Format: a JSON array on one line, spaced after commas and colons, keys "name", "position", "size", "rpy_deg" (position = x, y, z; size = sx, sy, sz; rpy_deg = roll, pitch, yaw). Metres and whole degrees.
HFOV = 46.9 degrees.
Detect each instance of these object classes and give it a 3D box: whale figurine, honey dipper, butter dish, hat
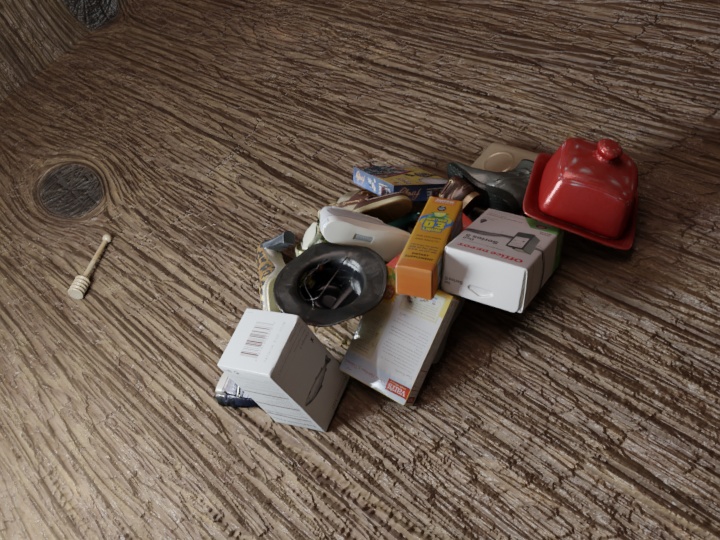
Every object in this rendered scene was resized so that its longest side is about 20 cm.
[{"name": "whale figurine", "position": [0.051, -0.106, 1.674], "size": [0.199, 0.104, 0.159], "rpy_deg": [1, 15, 1]}, {"name": "honey dipper", "position": [-0.647, -0.014, 2.006], "size": [0.038, 0.038, 0.200], "rpy_deg": [-8, 42, 22]}, {"name": "butter dish", "position": [0.403, -0.161, 1.431], "size": [0.199, 0.148, 0.200], "rpy_deg": [21, 46, 4]}, {"name": "hat", "position": [-0.045, 0.043, 1.427], "size": [0.200, 0.081, 0.201], "rpy_deg": [-8, 46, 8]}]

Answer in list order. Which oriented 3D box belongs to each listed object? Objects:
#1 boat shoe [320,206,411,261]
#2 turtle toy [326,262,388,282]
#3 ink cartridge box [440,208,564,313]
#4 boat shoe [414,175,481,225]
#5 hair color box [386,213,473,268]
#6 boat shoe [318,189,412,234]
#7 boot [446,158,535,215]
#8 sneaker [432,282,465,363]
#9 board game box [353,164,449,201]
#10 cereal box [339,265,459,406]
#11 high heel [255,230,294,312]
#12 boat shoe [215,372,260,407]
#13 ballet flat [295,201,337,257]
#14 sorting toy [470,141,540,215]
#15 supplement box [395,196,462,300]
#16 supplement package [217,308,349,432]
[{"name": "boat shoe", "position": [0.016, -0.070, 1.512], "size": [0.199, 0.072, 0.069], "rpy_deg": [10, 40, -22]}, {"name": "turtle toy", "position": [0.000, 0.000, 1.571], "size": [0.101, 0.146, 0.200], "rpy_deg": [16, 57, 13]}, {"name": "ink cartridge box", "position": [0.243, -0.022, 1.408], "size": [0.145, 0.084, 0.200], "rpy_deg": [16, 30, 24]}, {"name": "boat shoe", "position": [0.140, -0.088, 1.575], "size": [0.070, 0.070, 0.200], "rpy_deg": [43, 98, 18]}, {"name": "hair color box", "position": [0.125, -0.012, 1.520], "size": [0.200, 0.102, 0.061], "rpy_deg": [-38, 62, -10]}, {"name": "boat shoe", "position": [0.005, -0.122, 1.566], "size": [0.200, 0.072, 0.072], "rpy_deg": [-18, 63, 33]}, {"name": "boot", "position": [0.271, -0.174, 1.591], "size": [0.130, 0.068, 0.200], "rpy_deg": [-33, 46, -21]}, {"name": "sneaker", "position": [0.112, 0.068, 1.481], "size": [0.114, 0.073, 0.201], "rpy_deg": [4, 52, 36]}, {"name": "board game box", "position": [0.084, -0.177, 1.673], "size": [0.135, 0.035, 0.200], "rpy_deg": [-4, 18, -22]}, {"name": "cereal box", "position": [0.064, 0.110, 1.408], "size": [0.144, 0.039, 0.201], "rpy_deg": [26, 93, 30]}, {"name": "high heel", "position": [-0.190, 0.025, 1.717], "size": [0.142, 0.071, 0.201], "rpy_deg": [-23, 53, 56]}, {"name": "boat shoe", "position": [-0.190, 0.169, 1.556], "size": [0.092, 0.075, 0.201], "rpy_deg": [6, 60, 24]}, {"name": "ballet flat", "position": [-0.076, -0.089, 1.739], "size": [0.071, 0.071, 0.200], "rpy_deg": [8, 54, 34]}, {"name": "sorting toy", "position": [0.285, -0.172, 1.649], "size": [0.200, 0.037, 0.185], "rpy_deg": [-43, 44, -21]}, {"name": "supplement box", "position": [0.119, -0.042, 1.405], "size": [0.066, 0.069, 0.200], "rpy_deg": [10, 41, 17]}, {"name": "supplement package", "position": [-0.125, 0.170, 1.407], "size": [0.117, 0.200, 0.117], "rpy_deg": [5, 58, 33]}]
